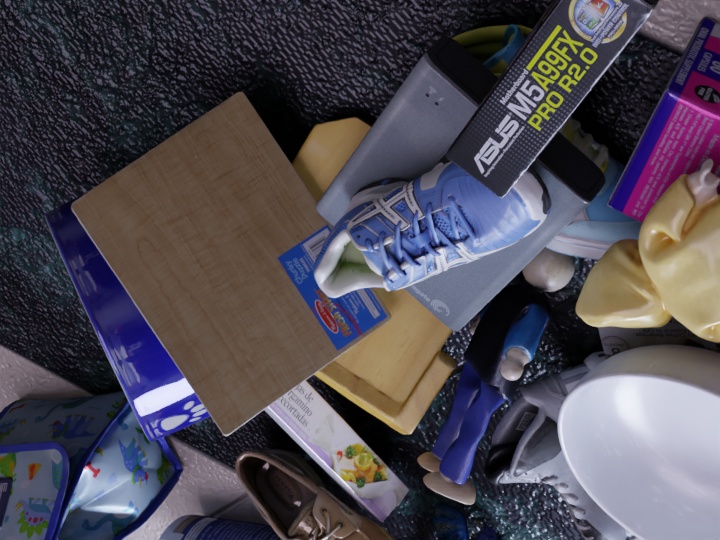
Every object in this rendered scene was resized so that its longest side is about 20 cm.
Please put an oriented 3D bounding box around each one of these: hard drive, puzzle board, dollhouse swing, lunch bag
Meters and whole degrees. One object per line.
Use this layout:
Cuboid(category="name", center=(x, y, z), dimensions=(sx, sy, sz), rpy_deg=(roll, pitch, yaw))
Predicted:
Cuboid(category="hard drive", center=(0.061, -0.052, 1.045), dimensions=(0.139, 0.033, 0.200), rpy_deg=(41, 146, 1))
Cuboid(category="puzzle board", center=(-0.092, -0.006, 1.120), dimensions=(0.201, 0.150, 0.017), rpy_deg=(56, 170, -1))
Cuboid(category="dollhouse swing", center=(0.000, 0.000, 1.211), dimensions=(0.199, 0.177, 0.182), rpy_deg=(32, 175, 2))
Cuboid(category="lunch bag", center=(-0.291, 0.206, 1.413), dimensions=(0.169, 0.200, 0.128), rpy_deg=(-7, 121, 33))

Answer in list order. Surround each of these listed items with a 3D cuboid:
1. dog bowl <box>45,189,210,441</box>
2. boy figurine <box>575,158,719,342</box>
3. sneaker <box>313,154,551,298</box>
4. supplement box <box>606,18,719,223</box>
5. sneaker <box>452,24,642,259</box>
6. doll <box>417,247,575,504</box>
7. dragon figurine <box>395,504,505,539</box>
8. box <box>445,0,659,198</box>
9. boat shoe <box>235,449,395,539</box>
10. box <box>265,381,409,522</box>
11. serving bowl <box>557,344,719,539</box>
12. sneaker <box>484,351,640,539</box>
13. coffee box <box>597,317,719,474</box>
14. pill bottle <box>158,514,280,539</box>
Cuboid(category="dog bowl", center=(-0.172, 0.029, 1.216), dimensions=(0.078, 0.200, 0.201), rpy_deg=(-25, 118, -8))
Cuboid(category="boy figurine", center=(0.220, -0.006, 0.929), dimensions=(0.199, 0.065, 0.125), rpy_deg=(-28, 108, 41))
Cuboid(category="sneaker", center=(0.044, -0.023, 0.994), dimensions=(0.076, 0.077, 0.200), rpy_deg=(51, 145, -13))
Cuboid(category="supplement box", center=(0.274, -0.057, 0.973), dimensions=(0.199, 0.101, 0.104), rpy_deg=(28, 133, 6))
Cuboid(category="sneaker", center=(0.127, -0.090, 1.034), dimensions=(0.199, 0.080, 0.131), rpy_deg=(23, 141, 11))
Cuboid(category="doll", center=(0.101, 0.066, 1.147), dimensions=(0.048, 0.137, 0.201), rpy_deg=(22, 103, -10))
Cuboid(category="dragon figurine", center=(0.070, 0.242, 1.330), dimensions=(0.200, 0.059, 0.100), rpy_deg=(20, 140, 54))
Cuboid(category="box", center=(0.137, -0.154, 0.906), dimensions=(0.044, 0.200, 0.160), rpy_deg=(35, 134, -1))
Cuboid(category="boat shoe", center=(-0.036, 0.226, 1.324), dimensions=(0.200, 0.064, 0.072), rpy_deg=(37, 96, 33))
Cuboid(category="box", center=(-0.032, 0.135, 1.285), dimensions=(0.200, 0.039, 0.041), rpy_deg=(49, 166, -32))
Cuboid(category="serving bowl", center=(0.233, 0.118, 1.029), dimensions=(0.199, 0.066, 0.201), rpy_deg=(24, 145, 18))
Cuboid(category="sneaker", center=(0.152, 0.161, 1.194), dimensions=(0.115, 0.075, 0.201), rpy_deg=(-14, 115, -11))
Cuboid(category="coffee box", center=(0.250, 0.092, 1.113), dimensions=(0.112, 0.080, 0.201), rpy_deg=(-2, 123, 28))
Cuboid(category="pill bottle", center=(-0.087, 0.290, 1.422), dimensions=(0.199, 0.111, 0.112), rpy_deg=(2, 125, 30))
